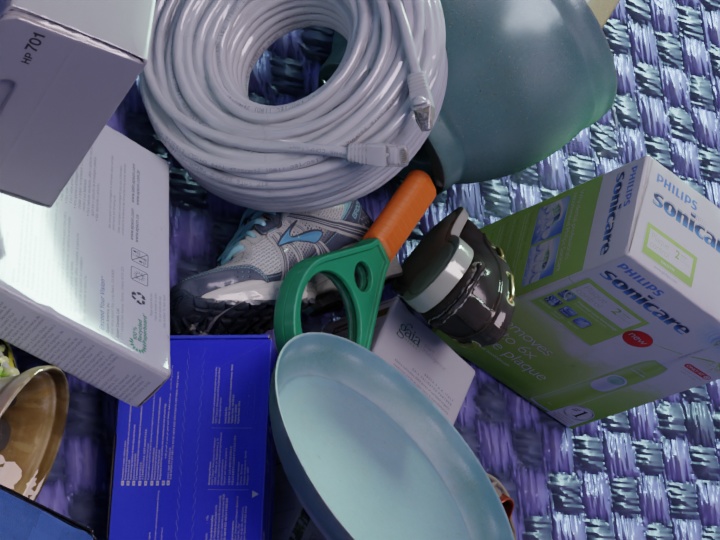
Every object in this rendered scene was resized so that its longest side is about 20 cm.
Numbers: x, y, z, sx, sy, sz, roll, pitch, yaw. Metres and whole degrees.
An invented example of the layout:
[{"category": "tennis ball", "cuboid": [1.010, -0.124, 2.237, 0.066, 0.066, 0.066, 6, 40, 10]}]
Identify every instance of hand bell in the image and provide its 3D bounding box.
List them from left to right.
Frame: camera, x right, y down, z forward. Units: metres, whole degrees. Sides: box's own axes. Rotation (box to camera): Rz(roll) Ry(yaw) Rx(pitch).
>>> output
[{"category": "hand bell", "cuboid": [-0.266, 0.064, 1.187, 0.199, 0.105, 0.104, 21, 50, 14]}]

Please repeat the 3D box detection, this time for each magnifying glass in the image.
[{"category": "magnifying glass", "cuboid": [0.000, 0.000, 1.427, 0.200, 0.022, 0.080, -53, 125, -44]}]

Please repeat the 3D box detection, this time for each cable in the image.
[{"category": "cable", "cuboid": [-0.041, -0.135, 1.427, 0.069, 0.198, 0.201, 55, 33, -61]}]

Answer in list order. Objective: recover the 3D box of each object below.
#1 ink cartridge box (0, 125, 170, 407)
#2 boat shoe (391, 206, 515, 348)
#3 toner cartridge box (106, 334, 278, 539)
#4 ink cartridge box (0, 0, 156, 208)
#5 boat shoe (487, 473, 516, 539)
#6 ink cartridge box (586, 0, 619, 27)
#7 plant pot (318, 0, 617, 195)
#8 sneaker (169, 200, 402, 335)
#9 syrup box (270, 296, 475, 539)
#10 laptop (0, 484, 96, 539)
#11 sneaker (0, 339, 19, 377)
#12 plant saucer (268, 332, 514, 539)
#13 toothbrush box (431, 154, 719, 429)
[{"category": "ink cartridge box", "cuboid": [-0.199, -0.038, 1.307, 0.199, 0.043, 0.197, 30, 33, -27]}, {"category": "boat shoe", "cuboid": [0.065, 0.008, 1.484, 0.060, 0.072, 0.201, 40, 9, -6]}, {"category": "toner cartridge box", "cuboid": [-0.100, 0.139, 1.331, 0.043, 0.094, 0.202, 73, 18, -66]}, {"category": "ink cartridge box", "cuboid": [-0.172, -0.161, 1.251, 0.085, 0.147, 0.201, 19, 50, -21]}, {"category": "boat shoe", "cuboid": [0.076, 0.170, 1.450, 0.071, 0.062, 0.201, 37, 25, -42]}, {"category": "ink cartridge box", "cuboid": [0.130, -0.286, 1.713, 0.200, 0.075, 0.165, 47, 50, -16]}, {"category": "plant pot", "cuboid": [0.056, -0.137, 1.527, 0.134, 0.200, 0.201, -44, 104, -18]}, {"category": "sneaker", "cuboid": [-0.062, -0.008, 1.446, 0.199, 0.077, 0.087, -15, 77, -53]}, {"category": "syrup box", "cuboid": [-0.008, 0.122, 1.426, 0.079, 0.081, 0.201, 42, 50, -22]}, {"category": "laptop", "cuboid": [-0.260, 0.194, 1.100, 0.186, 0.116, 0.201, 25, 55, 6]}, {"category": "sneaker", "cuboid": [-0.219, 0.053, 1.274, 0.075, 0.076, 0.202, 5, 68, -37]}, {"category": "plant saucer", "cuboid": [0.015, 0.124, 1.316, 0.200, 0.027, 0.201, 39, 25, -22]}, {"category": "toothbrush box", "cuboid": [0.170, 0.019, 1.540, 0.145, 0.199, 0.087, 34, 53, -27]}]
